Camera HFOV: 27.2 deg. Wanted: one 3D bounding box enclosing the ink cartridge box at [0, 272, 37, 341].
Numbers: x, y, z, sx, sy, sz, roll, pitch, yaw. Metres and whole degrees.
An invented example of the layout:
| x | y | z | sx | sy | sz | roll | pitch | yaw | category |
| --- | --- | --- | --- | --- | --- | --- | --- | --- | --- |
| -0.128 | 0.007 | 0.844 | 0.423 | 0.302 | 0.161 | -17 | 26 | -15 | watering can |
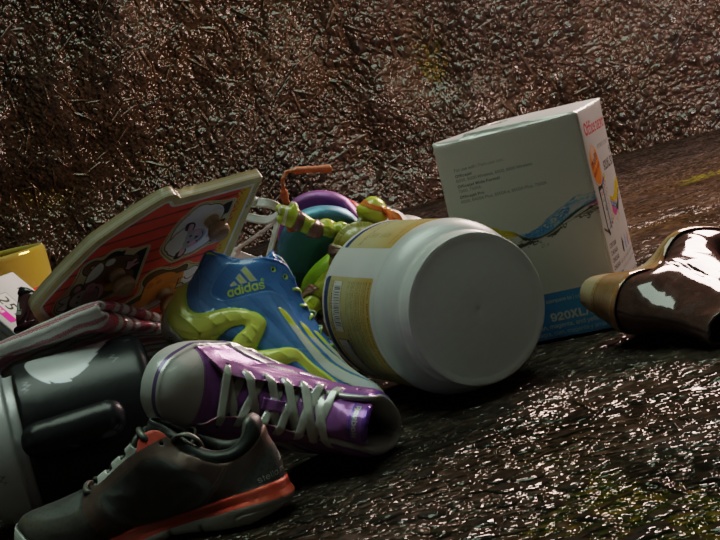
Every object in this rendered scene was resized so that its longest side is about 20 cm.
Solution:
| x | y | z | sx | sy | sz | roll | pitch | yaw | category |
| --- | --- | --- | --- | --- | --- | --- | --- | --- | --- |
| -0.308 | 0.076 | 1.576 | 0.044 | 0.199 | 0.173 | -57 | -12 | 23 | ink cartridge box |

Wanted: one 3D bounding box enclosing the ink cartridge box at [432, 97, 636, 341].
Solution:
| x | y | z | sx | sy | sz | roll | pitch | yaw | category |
| --- | --- | --- | --- | --- | --- | --- | --- | --- | --- |
| 0.172 | -0.047 | 1.414 | 0.143 | 0.203 | 0.147 | -12 | 7 | 20 | ink cartridge box |

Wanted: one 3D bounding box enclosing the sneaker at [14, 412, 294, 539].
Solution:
| x | y | z | sx | sy | sz | roll | pitch | yaw | category |
| --- | --- | --- | --- | --- | --- | --- | --- | --- | --- |
| -0.147 | 0.142 | 1.022 | 0.197 | 0.083 | 0.077 | -14 | 6 | 4 | sneaker |

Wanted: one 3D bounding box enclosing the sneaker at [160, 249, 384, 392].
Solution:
| x | y | z | sx | sy | sz | roll | pitch | yaw | category |
| --- | --- | --- | --- | --- | --- | --- | --- | --- | --- |
| -0.058 | 0.045 | 1.212 | 0.198 | 0.106 | 0.076 | 23 | -7 | -5 | sneaker |

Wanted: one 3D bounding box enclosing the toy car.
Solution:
| x | y | z | sx | sy | sz | roll | pitch | yaw | category |
| --- | --- | --- | --- | --- | --- | --- | --- | --- | --- |
| -0.021 | -0.014 | 1.553 | 0.174 | 0.151 | 0.200 | -39 | -13 | 13 | toy car |

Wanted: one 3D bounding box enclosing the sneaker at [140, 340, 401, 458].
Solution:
| x | y | z | sx | sy | sz | roll | pitch | yaw | category |
| --- | --- | --- | --- | --- | --- | --- | --- | --- | --- |
| -0.053 | 0.093 | 1.060 | 0.199 | 0.074 | 0.113 | 13 | -8 | -43 | sneaker |

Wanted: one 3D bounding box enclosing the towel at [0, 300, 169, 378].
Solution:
| x | y | z | sx | sy | sz | roll | pitch | yaw | category |
| --- | --- | --- | --- | --- | --- | --- | --- | --- | --- |
| -0.230 | 0.073 | 1.249 | 0.145 | 0.030 | 0.200 | -25 | -16 | 14 | towel |

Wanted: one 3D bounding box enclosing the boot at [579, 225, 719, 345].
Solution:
| x | y | z | sx | sy | sz | roll | pitch | yaw | category |
| --- | --- | --- | --- | --- | --- | --- | --- | --- | --- |
| 0.304 | 0.019 | 1.263 | 0.198 | 0.073 | 0.166 | -17 | 19 | -31 | boot |

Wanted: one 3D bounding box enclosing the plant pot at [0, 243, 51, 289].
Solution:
| x | y | z | sx | sy | sz | roll | pitch | yaw | category |
| --- | --- | --- | --- | --- | --- | --- | --- | --- | --- |
| -0.440 | 0.085 | 1.721 | 0.198 | 0.192 | 0.201 | -14 | 6 | 1 | plant pot |

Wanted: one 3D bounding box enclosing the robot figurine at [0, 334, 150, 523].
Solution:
| x | y | z | sx | sy | sz | roll | pitch | yaw | category |
| --- | --- | --- | --- | --- | --- | --- | --- | --- | --- |
| -0.218 | 0.121 | 1.168 | 0.197 | 0.151 | 0.126 | -15 | 50 | -12 | robot figurine |

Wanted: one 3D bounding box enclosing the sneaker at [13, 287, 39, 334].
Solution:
| x | y | z | sx | sy | sz | roll | pitch | yaw | category |
| --- | --- | --- | --- | --- | --- | --- | --- | --- | --- |
| -0.336 | 0.079 | 1.426 | 0.197 | 0.117 | 0.076 | -16 | 6 | -15 | sneaker |

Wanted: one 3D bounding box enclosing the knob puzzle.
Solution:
| x | y | z | sx | sy | sz | roll | pitch | yaw | category |
| --- | --- | --- | --- | --- | --- | --- | --- | --- | --- |
| -0.180 | 0.007 | 1.226 | 0.218 | 0.031 | 0.220 | -31 | -22 | -14 | knob puzzle |

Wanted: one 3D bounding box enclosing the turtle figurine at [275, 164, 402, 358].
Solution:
| x | y | z | sx | sy | sz | roll | pitch | yaw | category |
| --- | --- | --- | --- | --- | --- | --- | --- | --- | --- |
| 0.000 | 0.000 | 1.387 | 0.198 | 0.163 | 0.064 | 21 | -1 | -20 | turtle figurine |

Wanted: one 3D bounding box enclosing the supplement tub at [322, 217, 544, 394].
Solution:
| x | y | z | sx | sy | sz | roll | pitch | yaw | category |
| --- | --- | --- | --- | --- | --- | --- | --- | --- | --- |
| 0.060 | 0.029 | 1.268 | 0.143 | 0.146 | 0.200 | -16 | 7 | -18 | supplement tub |

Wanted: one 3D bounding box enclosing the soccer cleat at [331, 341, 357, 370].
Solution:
| x | y | z | sx | sy | sz | roll | pitch | yaw | category |
| --- | --- | --- | --- | --- | --- | --- | --- | --- | --- |
| 0.047 | 0.044 | 1.480 | 0.198 | 0.078 | 0.067 | -16 | 7 | -19 | soccer cleat |

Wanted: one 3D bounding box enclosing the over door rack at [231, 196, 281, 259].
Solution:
| x | y | z | sx | sy | sz | roll | pitch | yaw | category |
| --- | --- | --- | --- | --- | --- | --- | --- | --- | --- |
| -0.135 | 0.020 | 1.530 | 0.066 | 0.150 | 0.200 | 16 | -18 | -8 | over door rack |
